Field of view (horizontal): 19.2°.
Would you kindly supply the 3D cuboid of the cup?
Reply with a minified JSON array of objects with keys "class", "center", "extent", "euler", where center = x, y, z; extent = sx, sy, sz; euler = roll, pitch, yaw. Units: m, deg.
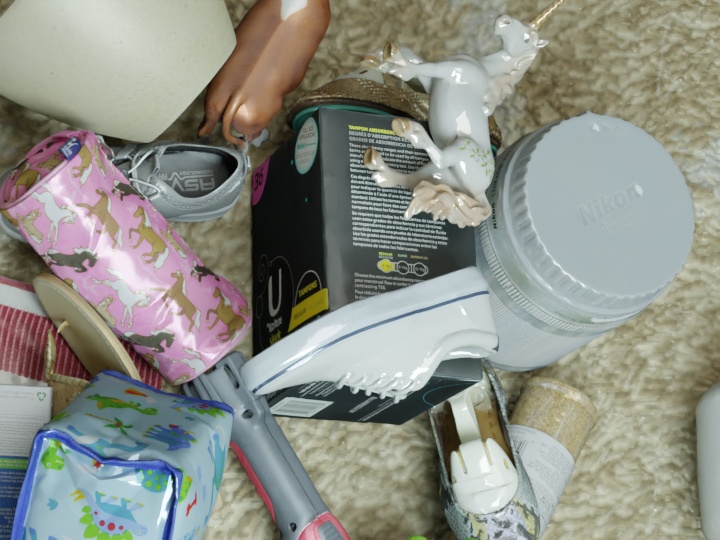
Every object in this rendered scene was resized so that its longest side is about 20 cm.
[{"class":"cup","center":[-0.177,-0.178,1.557],"extent":[0.143,0.200,0.200],"euler":[42,61,-13]}]

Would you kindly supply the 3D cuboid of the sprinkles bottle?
[{"class":"sprinkles bottle","center":[0.116,0.178,1.631],"extent":[0.068,0.068,0.200],"euler":[34,63,-10]}]

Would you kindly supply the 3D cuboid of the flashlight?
[{"class":"flashlight","center":[-0.064,0.160,1.559],"extent":[0.068,0.068,0.200],"euler":[-32,87,1]}]

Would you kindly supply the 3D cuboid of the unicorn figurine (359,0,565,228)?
[{"class":"unicorn figurine","center":[0.070,-0.123,1.551],"extent":[0.137,0.074,0.201],"euler":[13,81,-31]}]

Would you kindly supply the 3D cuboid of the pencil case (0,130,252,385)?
[{"class":"pencil case","center":[-0.166,-0.009,1.520],"extent":[0.200,0.086,0.083],"euler":[49,20,-20]}]

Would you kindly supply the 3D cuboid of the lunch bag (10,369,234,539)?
[{"class":"lunch bag","center":[-0.163,0.188,1.405],"extent":[0.127,0.170,0.201],"euler":[17,102,6]}]

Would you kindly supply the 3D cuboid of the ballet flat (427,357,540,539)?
[{"class":"ballet flat","center":[0.084,0.134,1.589],"extent":[0.072,0.072,0.201],"euler":[7,44,-21]}]

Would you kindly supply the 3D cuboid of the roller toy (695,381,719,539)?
[{"class":"roller toy","center":[0.357,0.160,1.680],"extent":[0.182,0.200,0.140],"euler":[3,72,-11]}]

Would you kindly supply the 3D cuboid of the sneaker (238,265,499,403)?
[{"class":"sneaker","center":[0.014,0.056,1.457],"extent":[0.200,0.073,0.071],"euler":[-19,81,-26]}]

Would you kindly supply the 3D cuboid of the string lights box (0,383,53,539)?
[{"class":"string lights box","center":[-0.269,0.177,1.444],"extent":[0.102,0.059,0.201],"euler":[5,82,-18]}]

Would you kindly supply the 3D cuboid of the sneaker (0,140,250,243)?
[{"class":"sneaker","center":[-0.176,-0.070,1.580],"extent":[0.199,0.082,0.075],"euler":[-11,77,-26]}]

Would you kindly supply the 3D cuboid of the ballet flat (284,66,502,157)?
[{"class":"ballet flat","center":[0.023,-0.128,1.696],"extent":[0.200,0.070,0.065],"euler":[11,59,-34]}]

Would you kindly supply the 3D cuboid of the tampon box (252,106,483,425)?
[{"class":"tampon box","center":[0.000,0.000,1.594],"extent":[0.126,0.150,0.201],"euler":[6,70,-22]}]

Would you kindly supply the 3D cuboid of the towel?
[{"class":"towel","center":[-0.223,0.114,1.532],"extent":[0.144,0.023,0.201],"euler":[17,66,-17]}]

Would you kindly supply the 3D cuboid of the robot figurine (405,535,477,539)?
[{"class":"robot figurine","center":[0.063,0.291,1.519],"extent":[0.116,0.175,0.201],"euler":[-48,132,-58]}]

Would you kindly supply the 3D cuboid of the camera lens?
[{"class":"camera lens","center":[0.145,-0.018,1.635],"extent":[0.160,0.200,0.160],"euler":[8,70,-21]}]

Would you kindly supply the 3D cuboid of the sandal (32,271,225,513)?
[{"class":"sandal","center":[-0.185,0.103,1.499],"extent":[0.070,0.078,0.212],"euler":[-39,96,-25]}]

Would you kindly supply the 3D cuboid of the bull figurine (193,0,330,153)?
[{"class":"bull figurine","center":[-0.063,-0.173,1.637],"extent":[0.065,0.121,0.200],"euler":[33,63,4]}]
